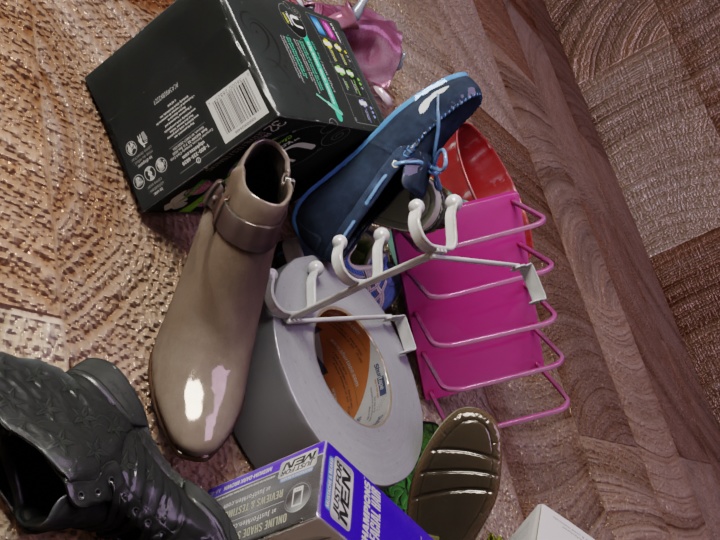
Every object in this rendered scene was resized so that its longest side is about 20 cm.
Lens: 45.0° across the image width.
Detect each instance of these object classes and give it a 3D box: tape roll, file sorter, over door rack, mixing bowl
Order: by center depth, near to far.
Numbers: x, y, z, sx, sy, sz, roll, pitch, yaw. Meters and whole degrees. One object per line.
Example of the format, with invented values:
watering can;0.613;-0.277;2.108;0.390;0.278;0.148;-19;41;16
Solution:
over door rack;0.036;0.004;0.691;0.199;0.147;0.067;21;52;-52
tape roll;-0.030;0.092;0.724;0.200;0.066;0.202;42;34;-36
file sorter;0.124;0.043;0.872;0.126;0.137;0.203;-121;-162;-73
mixing bowl;0.138;-0.083;1.166;0.200;0.108;0.202;43;31;-35

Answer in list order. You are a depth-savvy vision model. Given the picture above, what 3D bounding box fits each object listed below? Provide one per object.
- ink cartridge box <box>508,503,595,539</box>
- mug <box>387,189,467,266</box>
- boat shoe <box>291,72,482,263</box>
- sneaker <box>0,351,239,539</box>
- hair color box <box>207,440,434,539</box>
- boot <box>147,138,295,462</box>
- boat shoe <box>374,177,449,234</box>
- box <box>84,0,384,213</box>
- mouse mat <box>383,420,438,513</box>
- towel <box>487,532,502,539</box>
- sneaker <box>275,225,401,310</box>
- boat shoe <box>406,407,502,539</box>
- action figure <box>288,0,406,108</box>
ink cartridge box;0.131;0.317;0.714;0.082;0.147;0.200;33;27;3
mug;0.108;-0.016;0.996;0.186;0.114;0.153;55;13;-32
boat shoe;0.034;-0.082;0.750;0.069;0.200;0.084;49;8;20
sneaker;-0.149;0.124;0.484;0.201;0.060;0.104;57;24;-2
hair color box;-0.009;0.212;0.605;0.200;0.109;0.065;48;29;-31
boot;-0.089;0.007;0.593;0.069;0.147;0.201;15;36;-21
boat shoe;0.001;-0.082;0.849;0.200;0.073;0.060;26;8;32
box;-0.092;-0.135;0.725;0.199;0.148;0.125;-10;72;-64
mouse mat;0.055;0.220;0.841;0.199;0.007;0.163;19;50;-55
towel;0.079;0.305;0.721;0.018;0.087;0.200;34;25;3
sneaker;0.000;0.000;0.859;0.199;0.076;0.077;14;52;-62
boat shoe;0.072;0.215;0.742;0.076;0.071;0.202;33;76;-76
action figure;-0.042;-0.296;1.078;0.199;0.133;0.151;-2;110;-49
